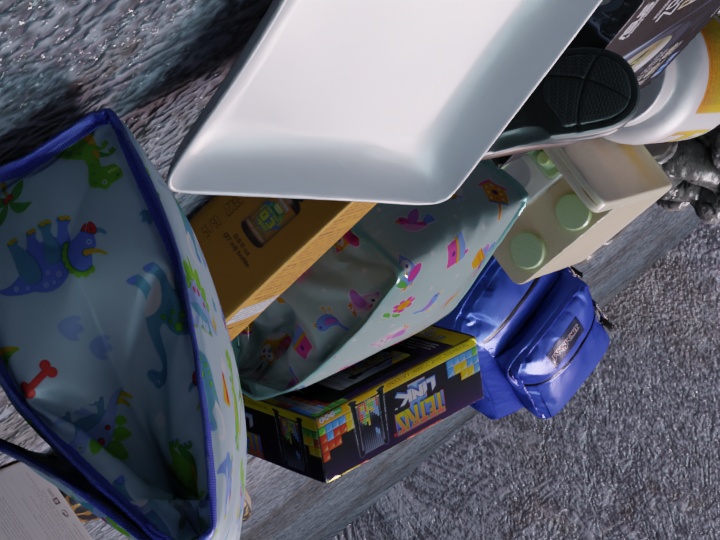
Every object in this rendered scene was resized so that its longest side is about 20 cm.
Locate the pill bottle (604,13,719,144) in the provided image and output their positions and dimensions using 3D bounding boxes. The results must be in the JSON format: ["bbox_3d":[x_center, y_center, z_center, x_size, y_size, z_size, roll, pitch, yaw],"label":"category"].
[{"bbox_3d":[0.216,-0.152,1.400,0.111,0.111,0.200,-41,169,22],"label":"pill bottle"}]

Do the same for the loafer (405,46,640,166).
[{"bbox_3d":[0.061,-0.089,1.081,0.198,0.073,0.063,-3,164,-9],"label":"loafer"}]

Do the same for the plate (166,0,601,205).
[{"bbox_3d":[0.017,-0.113,0.937,0.198,0.032,0.200,0,138,-41],"label":"plate"}]

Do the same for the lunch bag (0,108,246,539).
[{"bbox_3d":[-0.115,0.051,0.889,0.127,0.201,0.170,-28,170,-3],"label":"lunch bag"}]

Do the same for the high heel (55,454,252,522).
[{"bbox_3d":[-0.179,0.189,1.532,0.142,0.071,0.200,-41,136,-3],"label":"high heel"}]

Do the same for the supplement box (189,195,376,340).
[{"bbox_3d":[-0.058,-0.025,1.152,0.200,0.067,0.069,-42,169,28],"label":"supplement box"}]

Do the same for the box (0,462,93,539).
[{"bbox_3d":[-0.305,0.230,1.359,0.124,0.098,0.200,-41,170,24],"label":"box"}]

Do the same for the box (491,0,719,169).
[{"bbox_3d":[0.159,-0.175,1.170,0.163,0.086,0.200,-30,168,-35],"label":"box"}]

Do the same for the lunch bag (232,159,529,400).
[{"bbox_3d":[0.000,0.000,1.320,0.170,0.122,0.200,-29,161,-44],"label":"lunch bag"}]

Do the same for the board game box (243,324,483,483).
[{"bbox_3d":[-0.032,0.085,1.423,0.165,0.057,0.199,-23,-156,-35],"label":"board game box"}]

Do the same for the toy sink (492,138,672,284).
[{"bbox_3d":[0.138,-0.075,1.430,0.112,0.131,0.200,-41,171,22],"label":"toy sink"}]

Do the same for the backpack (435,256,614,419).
[{"bbox_3d":[0.123,0.024,1.625,0.163,0.167,0.200,-55,145,-14],"label":"backpack"}]

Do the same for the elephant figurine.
[{"bbox_3d":[0.256,-0.105,1.751,0.198,0.155,0.143,-5,120,-21],"label":"elephant figurine"}]
